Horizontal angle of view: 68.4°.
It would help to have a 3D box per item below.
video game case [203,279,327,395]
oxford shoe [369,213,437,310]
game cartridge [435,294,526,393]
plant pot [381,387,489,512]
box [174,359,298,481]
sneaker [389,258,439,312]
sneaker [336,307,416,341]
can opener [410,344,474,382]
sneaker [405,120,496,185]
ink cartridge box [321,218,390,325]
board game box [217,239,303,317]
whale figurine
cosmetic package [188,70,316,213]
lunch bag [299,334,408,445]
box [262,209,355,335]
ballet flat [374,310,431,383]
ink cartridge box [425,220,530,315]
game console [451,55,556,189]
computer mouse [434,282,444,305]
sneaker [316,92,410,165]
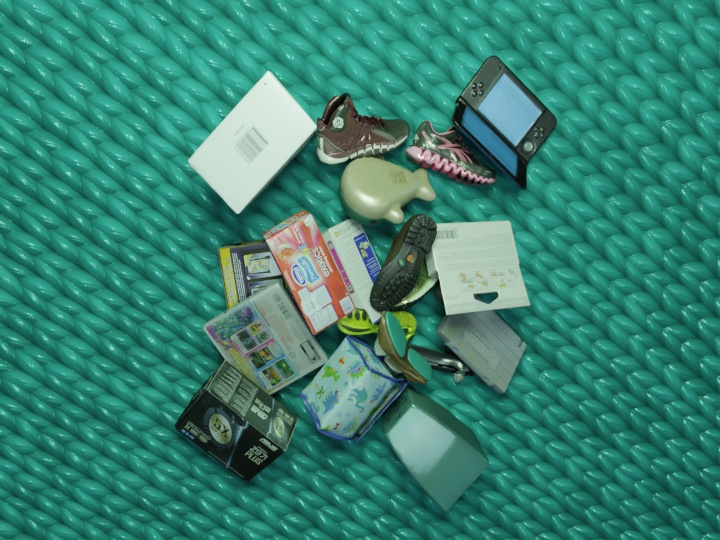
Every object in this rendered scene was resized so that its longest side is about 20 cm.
[{"bbox_3d":[-0.187,0.146,1.063,0.178,0.024,0.204,-28,112,6],"label":"video game case"},{"bbox_3d":[0.079,-0.015,1.025,0.071,0.085,0.204,30,97,-15],"label":"oxford shoe"},{"bbox_3d":[0.256,0.147,1.123,0.199,0.038,0.131,43,69,-12],"label":"game cartridge"},{"bbox_3d":[0.145,0.362,1.134,0.199,0.142,0.142,43,95,-8],"label":"plant pot"},{"bbox_3d":[-0.253,0.311,1.082,0.199,0.087,0.163,41,123,-11],"label":"box"},{"bbox_3d":[0.116,0.005,1.083,0.198,0.077,0.089,-40,82,-23],"label":"sneaker"},{"bbox_3d":[0.034,0.098,1.103,0.194,0.084,0.076,15,107,-27],"label":"sneaker"},{"bbox_3d":[0.161,0.191,1.147,0.191,0.081,0.065,7,140,-3],"label":"can opener"},{"bbox_3d":[0.189,-0.235,1.056,0.193,0.079,0.099,20,88,-10],"label":"sneaker"},{"bbox_3d":[0.000,0.000,1.056,0.037,0.094,0.206,-25,92,43],"label":"ink cartridge box"},{"bbox_3d":[-0.192,0.041,1.082,0.158,0.057,0.209,-6,102,-1],"label":"board game box"},{"bbox_3d":[0.050,-0.152,1.048,0.193,0.105,0.164,-8,64,-23],"label":"whale figurine"},{"bbox_3d":[-0.183,-0.227,0.955,0.199,0.200,0.123,-45,104,5],"label":"cosmetic package"},{"bbox_3d":[0.001,0.259,1.101,0.171,0.128,0.199,-48,138,6],"label":"lunch bag"},{"bbox_3d":[-0.098,0.001,1.006,0.097,0.095,0.205,-28,107,-9],"label":"box"},{"bbox_3d":[0.072,0.163,1.067,0.070,0.069,0.201,-18,130,29],"label":"ballet flat"},{"bbox_3d":[0.227,-0.005,1.050,0.192,0.045,0.184,-3,74,-20],"label":"ink cartridge box"},{"bbox_3d":[0.284,-0.289,1.024,0.198,0.119,0.172,38,96,-11],"label":"game console"},{"bbox_3d":[0.239,0.030,1.098,0.193,0.034,0.061,-15,85,-22],"label":"computer mouse"},{"bbox_3d":[0.005,-0.279,0.993,0.194,0.076,0.119,-21,131,-15],"label":"sneaker"}]
